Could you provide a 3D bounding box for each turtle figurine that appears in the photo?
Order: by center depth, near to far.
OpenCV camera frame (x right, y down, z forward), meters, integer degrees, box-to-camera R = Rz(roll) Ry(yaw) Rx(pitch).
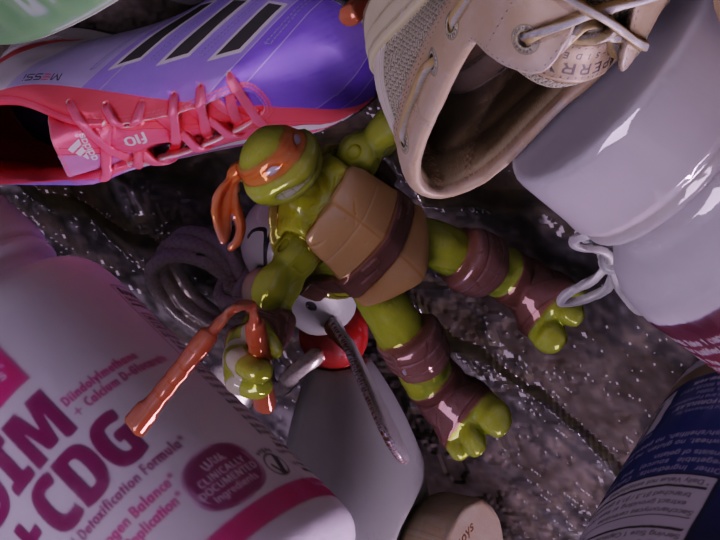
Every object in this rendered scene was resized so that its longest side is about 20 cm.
[{"bbox_3d":[0.000,0.000,0.857,0.064,0.201,0.161,8,153,51],"label":"turtle figurine"}]

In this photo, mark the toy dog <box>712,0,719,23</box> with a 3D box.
[{"bbox_3d":[0.157,-0.095,0.596,0.096,0.200,0.132,42,95,14],"label":"toy dog"}]

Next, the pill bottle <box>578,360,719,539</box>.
[{"bbox_3d":[0.123,0.126,0.838,0.110,0.200,0.112,19,135,20],"label":"pill bottle"}]

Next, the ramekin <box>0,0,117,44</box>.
[{"bbox_3d":[-0.082,-0.163,0.745,0.199,0.201,0.098,-18,121,43],"label":"ramekin"}]

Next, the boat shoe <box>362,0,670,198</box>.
[{"bbox_3d":[0.061,-0.082,0.666,0.072,0.065,0.200,4,156,-26],"label":"boat shoe"}]

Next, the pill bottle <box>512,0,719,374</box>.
[{"bbox_3d":[0.152,-0.009,0.740,0.200,0.115,0.114,36,139,-16],"label":"pill bottle"}]

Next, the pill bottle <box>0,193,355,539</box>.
[{"bbox_3d":[-0.107,0.067,0.900,0.200,0.113,0.114,43,140,19],"label":"pill bottle"}]

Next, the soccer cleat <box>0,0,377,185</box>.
[{"bbox_3d":[-0.077,-0.063,0.910,0.199,0.073,0.069,-5,121,37],"label":"soccer cleat"}]

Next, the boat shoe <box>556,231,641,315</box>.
[{"bbox_3d":[0.092,-0.027,0.814,0.202,0.086,0.074,49,137,-11],"label":"boat shoe"}]

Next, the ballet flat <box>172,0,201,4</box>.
[{"bbox_3d":[-0.132,-0.154,0.881,0.199,0.068,0.069,30,146,10],"label":"ballet flat"}]

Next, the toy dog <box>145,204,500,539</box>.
[{"bbox_3d":[-0.021,0.075,0.961,0.131,0.096,0.201,-16,115,42],"label":"toy dog"}]
